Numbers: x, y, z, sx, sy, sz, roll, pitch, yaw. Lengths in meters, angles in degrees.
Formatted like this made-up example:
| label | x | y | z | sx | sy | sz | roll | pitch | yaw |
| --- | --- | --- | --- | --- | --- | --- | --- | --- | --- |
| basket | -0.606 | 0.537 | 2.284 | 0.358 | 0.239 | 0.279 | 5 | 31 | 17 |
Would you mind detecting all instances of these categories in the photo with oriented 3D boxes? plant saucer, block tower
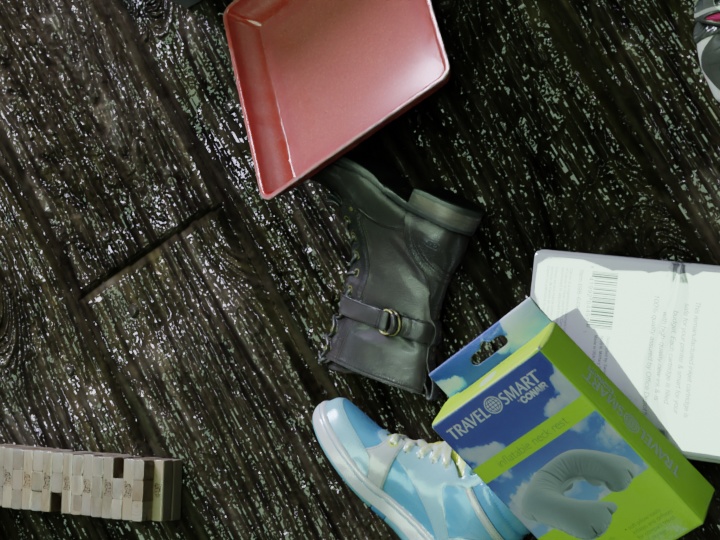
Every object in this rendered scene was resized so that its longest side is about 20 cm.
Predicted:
| label | x | y | z | sx | sy | sz | roll | pitch | yaw |
| --- | --- | --- | --- | --- | --- | --- | --- | --- | --- |
| plant saucer | -0.015 | -0.180 | 1.371 | 0.200 | 0.037 | 0.200 | -33 | 56 | 30 |
| block tower | -0.257 | 0.184 | 1.496 | 0.199 | 0.054 | 0.058 | 1 | 86 | 21 |

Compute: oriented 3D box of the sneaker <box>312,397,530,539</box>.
| label | x | y | z | sx | sy | sz | roll | pitch | yaw |
| --- | --- | --- | --- | --- | --- | --- | --- | --- | --- |
| sneaker | 0.065 | 0.149 | 1.359 | 0.200 | 0.080 | 0.131 | 46 | 105 | 9 |

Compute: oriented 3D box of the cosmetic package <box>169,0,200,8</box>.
| label | x | y | z | sx | sy | sz | roll | pitch | yaw |
| --- | --- | --- | --- | --- | --- | --- | --- | --- | --- |
| cosmetic package | -0.127 | -0.328 | 1.403 | 0.199 | 0.200 | 0.123 | -26 | 80 | 18 |

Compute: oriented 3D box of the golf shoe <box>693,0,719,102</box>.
| label | x | y | z | sx | sy | sz | roll | pitch | yaw |
| --- | --- | --- | --- | --- | --- | --- | --- | --- | --- |
| golf shoe | 0.352 | -0.179 | 1.280 | 0.200 | 0.077 | 0.088 | -3 | 105 | 24 |

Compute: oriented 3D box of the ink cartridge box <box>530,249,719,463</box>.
| label | x | y | z | sx | sy | sz | roll | pitch | yaw |
| --- | --- | --- | --- | --- | --- | --- | --- | --- | --- |
| ink cartridge box | 0.231 | 0.066 | 1.293 | 0.200 | 0.085 | 0.146 | 6 | 89 | 24 |

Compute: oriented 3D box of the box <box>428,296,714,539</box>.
| label | x | y | z | sx | sy | sz | roll | pitch | yaw |
| --- | --- | --- | --- | --- | --- | --- | --- | --- | --- |
| box | 0.148 | 0.130 | 1.255 | 0.200 | 0.048 | 0.122 | 46 | 125 | -5 |

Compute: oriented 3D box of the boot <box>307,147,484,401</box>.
| label | x | y | z | sx | sy | sz | roll | pitch | yaw |
| --- | --- | --- | --- | --- | --- | --- | --- | --- | --- |
| boot | 0.000 | 0.000 | 1.403 | 0.200 | 0.069 | 0.174 | 26 | 104 | 28 |
